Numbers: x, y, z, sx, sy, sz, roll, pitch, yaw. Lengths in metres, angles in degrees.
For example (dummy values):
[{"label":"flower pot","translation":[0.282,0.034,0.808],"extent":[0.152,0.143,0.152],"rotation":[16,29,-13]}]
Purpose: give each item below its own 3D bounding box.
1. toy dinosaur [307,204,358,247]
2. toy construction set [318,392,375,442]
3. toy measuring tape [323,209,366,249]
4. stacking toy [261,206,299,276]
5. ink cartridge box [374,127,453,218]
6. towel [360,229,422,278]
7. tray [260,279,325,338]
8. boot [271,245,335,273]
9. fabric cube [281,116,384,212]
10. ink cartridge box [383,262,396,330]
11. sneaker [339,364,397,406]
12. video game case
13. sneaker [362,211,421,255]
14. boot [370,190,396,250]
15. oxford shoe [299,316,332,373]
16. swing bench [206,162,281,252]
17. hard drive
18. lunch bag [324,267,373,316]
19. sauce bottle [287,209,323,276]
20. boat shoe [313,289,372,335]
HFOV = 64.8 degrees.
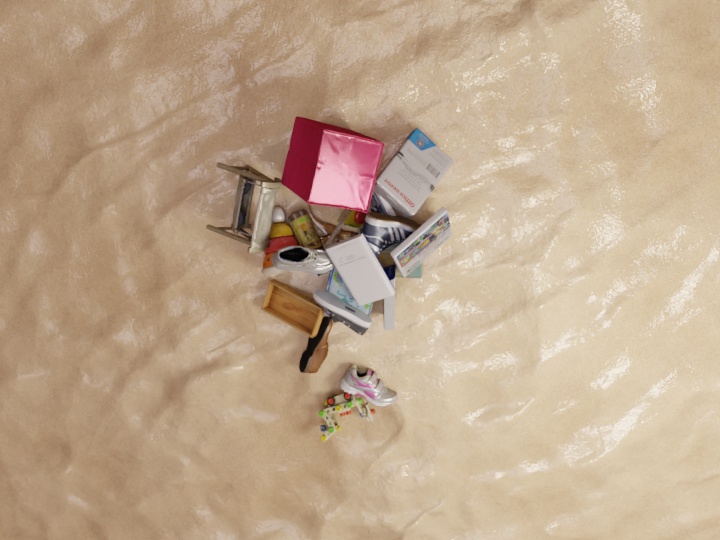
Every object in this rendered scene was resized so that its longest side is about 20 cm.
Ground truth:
[{"label":"toy dinosaur","translation":[-0.099,-0.120,1.729],"extent":[0.197,0.060,0.108],"rotation":[25,81,-8]},{"label":"toy construction set","translation":[-0.052,0.470,1.859],"extent":[0.196,0.092,0.134],"rotation":[-17,80,-1]},{"label":"toy measuring tape","translation":[-0.036,-0.132,1.687],"extent":[0.073,0.074,0.202],"rotation":[34,76,-7]},{"label":"stacking toy","translation":[-0.242,-0.091,1.716],"extent":[0.143,0.146,0.205],"rotation":[-10,86,5]},{"label":"ink cartridge box","translation":[0.146,-0.275,1.618],"extent":[0.146,0.086,0.201],"rotation":[39,83,-8]},{"label":"towel","translation":[0.096,-0.053,1.748],"extent":[0.195,0.022,0.150],"rotation":[2,104,4]},{"label":"tray","translation":[-0.209,0.117,1.766],"extent":[0.197,0.037,0.100],"rotation":[27,107,18]},{"label":"boot","translation":[-0.150,-0.032,1.612],"extent":[0.196,0.095,0.075],"rotation":[-3,82,-19]},{"label":"fabric cube","translation":[-0.080,-0.290,1.563],"extent":[0.193,0.199,0.204],"rotation":[5,109,-33]},{"label":"ink cartridge box","translation":[0.088,0.069,1.726],"extent":[0.038,0.100,0.204],"rotation":[1,114,2]},{"label":"sneaker","translation":[0.034,0.369,1.834],"extent":[0.196,0.082,0.090],"rotation":[21,107,-4]},{"label":"video game case","translation":[0.181,-0.078,1.645],"extent":[0.199,0.182,0.023],"rotation":[-41,67,-1]},{"label":"sneaker","translation":[0.089,-0.097,1.632],"extent":[0.196,0.070,0.110],"rotation":[9,113,-25]},{"label":"boot","translation":[0.050,-0.163,1.678],"extent":[0.089,0.073,0.202],"rotation":[-32,95,-5]},{"label":"oxford shoe","translation":[-0.129,0.240,1.824],"extent":[0.070,0.071,0.203],"rotation":[16,107,-31]},{"label":"swing bench","translation":[-0.321,-0.183,1.633],"extent":[0.198,0.129,0.203],"rotation":[25,109,28]},{"label":"hard drive","translation":[0.000,0.000,1.628],"extent":[0.130,0.025,0.202],"rotation":[-17,113,33]},{"label":"lunch bag","translation":[-0.028,0.056,1.740],"extent":[0.157,0.083,0.204],"rotation":[17,112,3]},{"label":"sauce bottle","translation":[-0.151,-0.082,1.704],"extent":[0.064,0.065,0.203],"rotation":[-26,88,9]},{"label":"boat shoe","translation":[-0.061,0.131,1.701],"extent":[0.197,0.070,0.067],"rotation":[28,113,-5]}]
